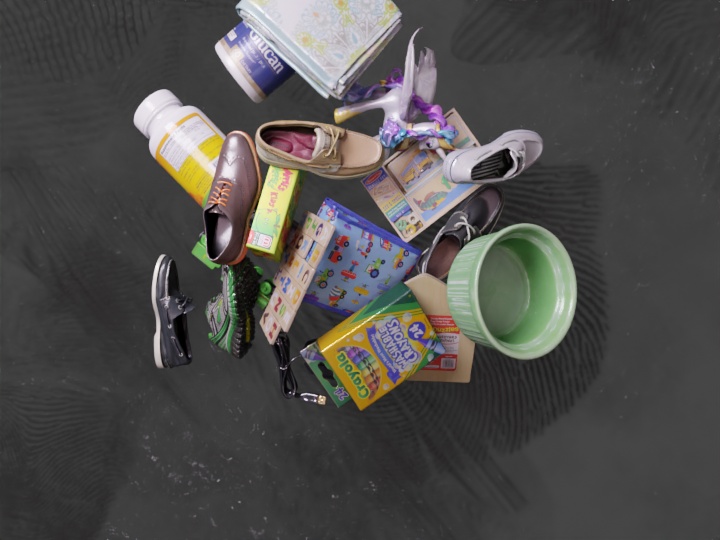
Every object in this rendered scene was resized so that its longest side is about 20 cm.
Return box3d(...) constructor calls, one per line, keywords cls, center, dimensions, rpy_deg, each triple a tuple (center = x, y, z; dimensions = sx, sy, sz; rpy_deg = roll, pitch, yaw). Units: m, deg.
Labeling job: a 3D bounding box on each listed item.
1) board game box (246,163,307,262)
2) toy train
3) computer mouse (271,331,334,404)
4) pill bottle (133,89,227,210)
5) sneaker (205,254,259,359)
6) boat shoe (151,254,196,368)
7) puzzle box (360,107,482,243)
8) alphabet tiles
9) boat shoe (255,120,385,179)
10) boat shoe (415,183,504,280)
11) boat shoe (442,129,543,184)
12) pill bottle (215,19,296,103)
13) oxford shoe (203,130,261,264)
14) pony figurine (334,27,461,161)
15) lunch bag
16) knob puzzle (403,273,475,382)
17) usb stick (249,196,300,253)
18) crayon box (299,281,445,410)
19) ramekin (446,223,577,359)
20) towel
box3d(cls="board game box", center=(-0.128, -0.121, 0.863), dimensions=(0.047, 0.102, 0.203), rpy_deg=(15, 83, -2))
box3d(cls="toy train", center=(-0.209, 0.008, 0.934), dimensions=(0.199, 0.042, 0.057), rpy_deg=(39, 106, 1))
box3d(cls="computer mouse", center=(-0.056, 0.178, 0.910), dimensions=(0.196, 0.046, 0.143), rpy_deg=(1, 114, 7))
box3d(cls="pill bottle", center=(-0.276, -0.198, 0.886), dimensions=(0.111, 0.111, 0.200), rpy_deg=(-45, 90, 7))
box3d(cls="sneaker", center=(-0.225, 0.057, 0.895), dimensions=(0.084, 0.078, 0.203), rpy_deg=(18, 119, 11))
box3d(cls="boat shoe", center=(-0.321, 0.074, 0.931), dimensions=(0.065, 0.075, 0.203), rpy_deg=(3, 95, 2))
box3d(cls="puzzle box", center=(0.115, -0.159, 0.900), dimensions=(0.199, 0.025, 0.134), rpy_deg=(-38, 90, 7))
box3d(cls="alphabet tiles", center=(-0.107, 0.008, 0.833), dimensions=(0.007, 0.167, 0.202), rpy_deg=(24, 94, -24))
box3d(cls="boat shoe", center=(-0.059, -0.180, 0.788), dimensions=(0.196, 0.066, 0.075), rpy_deg=(2, 84, -2))
box3d(cls="boat shoe", center=(0.171, -0.059, 0.884), dimensions=(0.072, 0.068, 0.201), rpy_deg=(41, 95, 2))
box3d(cls="boat shoe", center=(0.223, -0.167, 0.830), dimensions=(0.198, 0.067, 0.075), rpy_deg=(-23, 122, -23))
box3d(cls="pill bottle", center=(-0.125, -0.377, 0.858), dimensions=(0.199, 0.111, 0.112), rpy_deg=(-37, 91, 6))
box3d(cls="oxford shoe", center=(-0.193, -0.108, 0.792), dimensions=(0.070, 0.073, 0.204), rpy_deg=(5, 94, 9))
box3d(cls="pony figurine", center=(0.060, -0.261, 0.847), dimensions=(0.197, 0.166, 0.197), rpy_deg=(0, 100, 22))
box3d(cls="lunch bag", center=(0.000, 0.000, 0.875), dimensions=(0.198, 0.094, 0.152), rpy_deg=(26, 103, -23))
box3d(cls="knob puzzle", center=(0.105, 0.095, 0.901), dimensions=(0.215, 0.031, 0.223), rpy_deg=(1, 115, 3))
box3d(cls="usb stick", center=(-0.127, -0.063, 0.925), dimensions=(0.199, 0.033, 0.056), rpy_deg=(35, 90, 1))
box3d(cls="crayon box", center=(0.021, 0.128, 0.843), dimensions=(0.199, 0.052, 0.127), rpy_deg=(-34, 110, -3))
box3d(cls="ramekin", center=(0.232, 0.032, 0.836), dimensions=(0.197, 0.097, 0.204), rpy_deg=(1, 88, -24))
box3d(cls="towel", center=(-0.055, -0.374, 0.783), dimensions=(0.200, 0.048, 0.172), rpy_deg=(41, 80, -5))
